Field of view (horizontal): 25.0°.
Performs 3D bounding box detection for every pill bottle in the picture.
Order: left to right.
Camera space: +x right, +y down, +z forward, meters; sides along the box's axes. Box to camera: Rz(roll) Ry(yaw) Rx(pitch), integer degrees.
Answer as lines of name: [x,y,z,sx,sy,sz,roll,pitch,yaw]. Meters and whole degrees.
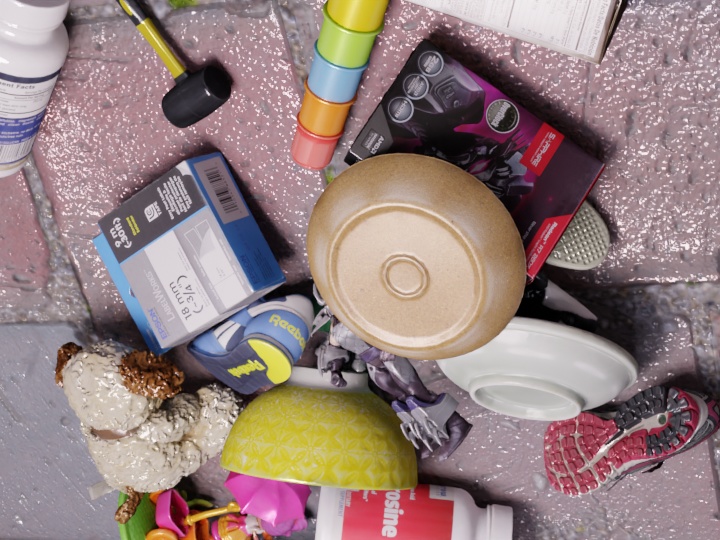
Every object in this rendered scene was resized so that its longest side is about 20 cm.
pill bottle: [-0.340,-0.195,1.534,0.110,0.111,0.201,30,126,1]
pill bottle: [0.054,0.275,1.665,0.198,0.113,0.113,6,124,0]

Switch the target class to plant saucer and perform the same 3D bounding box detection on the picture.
plant saucer: [0.042,-0.002,1.398,0.198,0.035,0.202,8,119,15]
plant saucer: [0.155,0.099,1.498,0.198,0.051,0.200,10,159,4]

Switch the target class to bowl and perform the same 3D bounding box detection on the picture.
bowl: [-0.036,0.152,1.616,0.198,0.200,0.109,6,88,18]

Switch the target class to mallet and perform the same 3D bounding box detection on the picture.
mallet: [-0.205,-0.221,1.515,0.200,0.041,0.066,48,128,-6]

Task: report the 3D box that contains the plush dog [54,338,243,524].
plush dog: [-0.242,0.145,1.661,0.198,0.161,0.173,1,131,34]

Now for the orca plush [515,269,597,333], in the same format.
orca plush: [0.117,0.021,1.486,0.199,0.071,0.105,37,165,-9]

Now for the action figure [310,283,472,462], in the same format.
action figure: [0.022,0.087,1.524,0.200,0.069,0.130,50,151,-7]

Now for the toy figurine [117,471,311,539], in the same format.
toy figurine: [-0.131,0.272,1.756,0.183,0.151,0.200,-21,134,21]

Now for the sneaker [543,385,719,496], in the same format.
sneaker: [0.257,0.167,1.556,0.199,0.074,0.081,-24,69,43]

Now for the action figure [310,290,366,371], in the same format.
action figure: [0.000,0.000,1.563,0.117,0.055,0.202,18,122,14]

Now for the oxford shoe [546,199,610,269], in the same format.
oxford shoe: [0.133,-0.057,1.472,0.198,0.076,0.058,22,166,-2]

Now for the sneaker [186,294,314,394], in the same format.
sneaker: [-0.106,0.070,1.628,0.074,0.083,0.199,40,155,-21]

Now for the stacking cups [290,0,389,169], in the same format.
stacking cups: [-0.017,-0.179,1.454,0.060,0.061,0.201,22,130,7]

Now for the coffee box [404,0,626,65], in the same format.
coffee box: [0.122,-0.252,1.312,0.198,0.113,0.080,19,126,8]

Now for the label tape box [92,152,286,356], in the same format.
label tape box: [-0.189,-0.005,1.600,0.199,0.063,0.145,-31,86,33]

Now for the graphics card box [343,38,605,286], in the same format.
graphics card box: [0.100,-0.094,1.419,0.199,0.126,0.051,35,171,-1]
